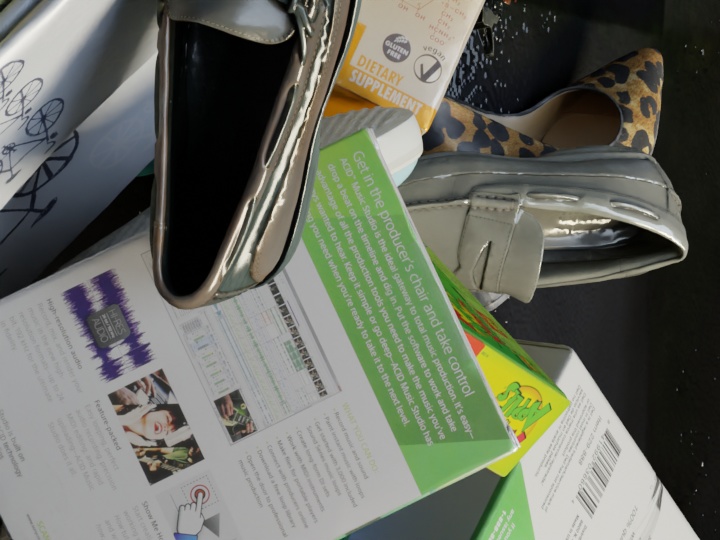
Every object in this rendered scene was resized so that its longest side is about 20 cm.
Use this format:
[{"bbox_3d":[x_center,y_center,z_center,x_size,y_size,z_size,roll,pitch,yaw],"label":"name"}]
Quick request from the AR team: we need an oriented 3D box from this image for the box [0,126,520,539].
[{"bbox_3d":[-0.056,0.050,0.996,0.199,0.036,0.145,-25,92,-6],"label":"box"}]

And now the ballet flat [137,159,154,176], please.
[{"bbox_3d":[-0.151,-0.080,1.044,0.200,0.068,0.063,9,58,-55],"label":"ballet flat"}]

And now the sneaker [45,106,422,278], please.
[{"bbox_3d":[-0.053,0.005,1.062,0.199,0.074,0.082,-30,113,-4],"label":"sneaker"}]

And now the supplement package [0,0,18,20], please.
[{"bbox_3d":[-0.166,-0.125,0.919,0.200,0.110,0.114,-35,163,-39],"label":"supplement package"}]

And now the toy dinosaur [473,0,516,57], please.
[{"bbox_3d":[0.027,-0.176,1.236,0.199,0.102,0.137,13,65,-31],"label":"toy dinosaur"}]

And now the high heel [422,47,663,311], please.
[{"bbox_3d":[0.096,-0.091,1.341,0.200,0.071,0.143,-49,136,-27],"label":"high heel"}]

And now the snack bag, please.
[{"bbox_3d":[-0.126,-0.044,0.974,0.189,0.021,0.200,-46,164,-3],"label":"snack bag"}]

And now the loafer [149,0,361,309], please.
[{"bbox_3d":[-0.043,-0.080,0.914,0.063,0.071,0.201,-43,143,-63],"label":"loafer"}]

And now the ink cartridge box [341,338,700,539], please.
[{"bbox_3d":[0.090,0.152,1.302,0.200,0.084,0.146,54,54,-40],"label":"ink cartridge box"}]

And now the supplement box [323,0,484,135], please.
[{"bbox_3d":[0.005,-0.169,1.125,0.125,0.074,0.201,26,76,-11],"label":"supplement box"}]

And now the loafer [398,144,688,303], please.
[{"bbox_3d":[0.070,-0.019,1.255,0.199,0.070,0.070,-9,135,-17],"label":"loafer"}]

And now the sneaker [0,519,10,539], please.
[{"bbox_3d":[-0.147,0.128,1.044,0.112,0.073,0.200,-58,134,-29],"label":"sneaker"}]

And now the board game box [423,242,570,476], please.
[{"bbox_3d":[0.000,0.000,1.130,0.048,0.200,0.101,-48,140,8],"label":"board game box"}]
